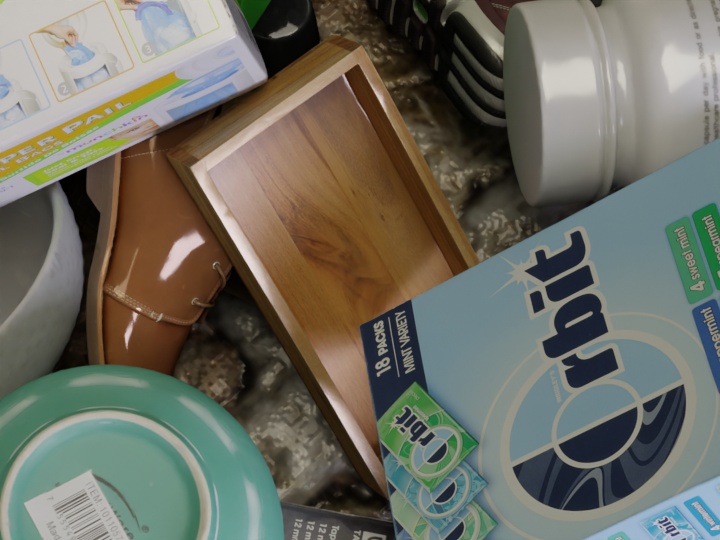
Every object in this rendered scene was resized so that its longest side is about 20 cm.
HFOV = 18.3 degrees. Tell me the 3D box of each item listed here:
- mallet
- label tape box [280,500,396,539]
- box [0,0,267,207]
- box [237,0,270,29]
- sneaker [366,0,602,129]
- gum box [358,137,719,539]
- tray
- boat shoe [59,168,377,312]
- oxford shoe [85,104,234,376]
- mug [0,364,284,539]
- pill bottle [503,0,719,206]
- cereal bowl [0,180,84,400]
[{"bbox_3d":[-0.117,-0.108,1.161,0.199,0.066,0.041,-8,64,8],"label":"mallet"},{"bbox_3d":[-0.054,0.180,1.036,0.199,0.066,0.144,12,69,-3],"label":"label tape box"},{"bbox_3d":[-0.155,-0.094,0.972,0.199,0.112,0.102,-25,83,2],"label":"box"},{"bbox_3d":[-0.099,-0.228,1.121,0.176,0.097,0.200,27,73,16],"label":"box"},{"bbox_3d":[0.069,-0.161,1.169,0.115,0.076,0.200,-18,58,-21],"label":"sneaker"},{"bbox_3d":[0.103,0.051,0.960,0.200,0.045,0.170,-28,43,18],"label":"gum box"},{"bbox_3d":[0.000,0.000,1.057,0.099,0.037,0.200,-36,116,-13],"label":"tray"},{"bbox_3d":[-0.082,-0.037,1.115,0.200,0.066,0.074,31,106,0],"label":"boat shoe"},{"bbox_3d":[-0.092,0.007,1.058,0.071,0.071,0.201,3,103,1],"label":"oxford shoe"},{"bbox_3d":[-0.093,0.121,0.958,0.184,0.114,0.153,14,69,0],"label":"mug"},{"bbox_3d":[0.173,-0.086,1.045,0.199,0.113,0.114,-6,69,-6],"label":"pill bottle"},{"bbox_3d":[-0.217,0.027,1.051,0.199,0.083,0.200,-13,41,12],"label":"cereal bowl"}]
